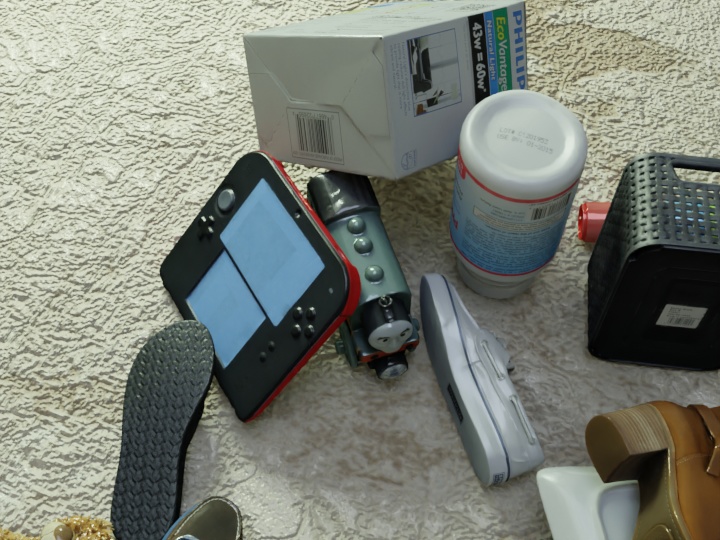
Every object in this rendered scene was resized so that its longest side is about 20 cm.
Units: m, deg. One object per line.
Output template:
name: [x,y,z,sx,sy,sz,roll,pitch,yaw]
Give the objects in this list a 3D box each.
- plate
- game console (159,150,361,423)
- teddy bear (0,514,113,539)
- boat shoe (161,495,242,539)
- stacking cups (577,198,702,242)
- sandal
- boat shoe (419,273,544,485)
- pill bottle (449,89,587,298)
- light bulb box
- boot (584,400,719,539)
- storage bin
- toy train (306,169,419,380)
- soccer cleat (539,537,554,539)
plate: [0.253,0.242,0.728,0.197,0.032,0.202,2,56,-21]
game console: [-0.099,0.008,0.846,0.177,0.031,0.201,-46,57,17]
teddy bear: [-0.288,0.246,0.723,0.197,0.068,0.145,-13,15,9]
boat shoe: [-0.133,0.244,0.707,0.072,0.073,0.201,27,36,-3]
stacking cups: [0.319,-0.050,0.924,0.197,0.061,0.061,5,59,5]
sandal: [-0.178,0.143,0.824,0.074,0.048,0.203,10,72,5]
boat shoe: [0.108,0.092,0.839,0.064,0.074,0.202,-13,69,-13]
pill bottle: [0.137,-0.059,0.846,0.107,0.201,0.110,0,58,0]
light bulb box: [0.028,-0.182,0.889,0.199,0.127,0.197,-24,27,-38]
boot: [0.274,0.189,0.709,0.153,0.074,0.202,1,59,-27]
storage bin: [0.281,0.000,0.809,0.133,0.201,0.095,6,58,4]
toy train: [0.000,0.000,0.863,0.084,0.114,0.202,-14,60,-8]
soccer cleat: [0.148,0.305,0.708,0.083,0.065,0.202,20,61,9]
